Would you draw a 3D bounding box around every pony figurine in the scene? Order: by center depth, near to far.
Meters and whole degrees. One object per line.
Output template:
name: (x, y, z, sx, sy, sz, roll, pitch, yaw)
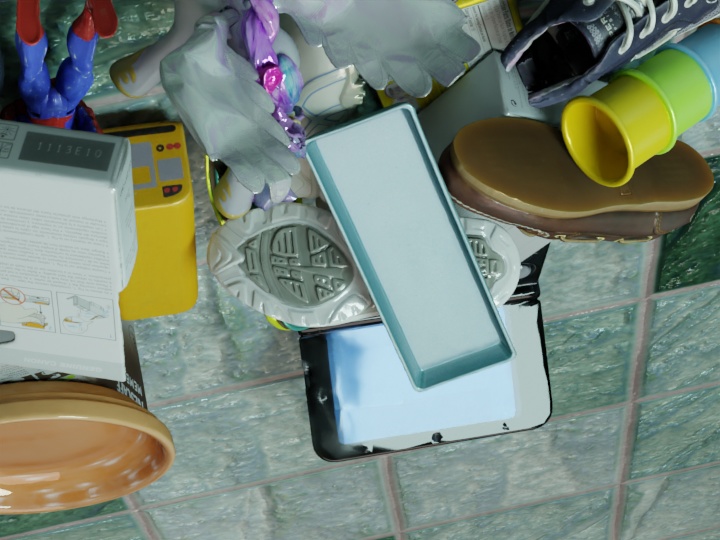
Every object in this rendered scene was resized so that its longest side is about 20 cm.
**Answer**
pony figurine: (-0.057, -0.117, 1.039, 0.166, 0.193, 0.200, -31, 161, -27)

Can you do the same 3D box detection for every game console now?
game console: (0.056, 0.052, 1.517, 0.198, 0.117, 0.176, -9, 155, -9)

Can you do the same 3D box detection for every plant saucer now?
plant saucer: (0.031, -0.013, 1.180, 0.069, 0.019, 0.201, -19, 123, 9)
plant saucer: (-0.229, 0.122, 1.362, 0.199, 0.038, 0.200, -6, 156, -3)

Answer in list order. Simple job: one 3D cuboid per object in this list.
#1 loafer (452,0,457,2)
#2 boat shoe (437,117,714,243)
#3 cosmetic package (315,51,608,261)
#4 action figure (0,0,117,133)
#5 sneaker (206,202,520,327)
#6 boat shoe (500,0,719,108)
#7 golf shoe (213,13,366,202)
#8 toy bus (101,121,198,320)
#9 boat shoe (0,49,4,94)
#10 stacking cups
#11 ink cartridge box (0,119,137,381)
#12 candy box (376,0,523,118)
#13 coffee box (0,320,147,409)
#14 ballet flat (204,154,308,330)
loafer: (0.083, -0.192, 1.084, 0.199, 0.063, 0.072, -29, 151, 31)
boat shoe: (0.128, -0.046, 1.219, 0.199, 0.071, 0.070, 6, 146, -31)
cosmetic package: (0.087, -0.062, 1.310, 0.150, 0.052, 0.200, 12, 146, -36)
action figure: (-0.178, -0.081, 1.144, 0.065, 0.100, 0.200, -5, 165, -15)
sneaker: (0.000, 0.000, 1.266, 0.198, 0.079, 0.099, 6, 179, -2)
boat shoe: (0.170, -0.159, 1.138, 0.200, 0.075, 0.093, -35, -173, 37)
golf shoe: (-0.047, -0.109, 1.158, 0.096, 0.079, 0.201, -5, 140, -8)
toy bus: (-0.143, -0.028, 1.302, 0.065, 0.079, 0.200, -9, 154, -8)
boat shoe: (-0.262, -0.071, 1.169, 0.084, 0.069, 0.200, -2, 153, -20)
stacking cups: (0.214, -0.120, 1.208, 0.199, 0.061, 0.061, -30, 165, -29)
ink cartridge box: (-0.230, -0.017, 1.143, 0.198, 0.044, 0.174, 8, 140, 3)
candy box: (0.061, -0.125, 1.258, 0.102, 0.027, 0.200, -18, 155, 5)
coffee box: (-0.224, 0.047, 1.381, 0.079, 0.115, 0.200, -16, 154, 8)
ballet flat: (-0.071, -0.048, 1.295, 0.067, 0.067, 0.201, -26, 128, -15)
